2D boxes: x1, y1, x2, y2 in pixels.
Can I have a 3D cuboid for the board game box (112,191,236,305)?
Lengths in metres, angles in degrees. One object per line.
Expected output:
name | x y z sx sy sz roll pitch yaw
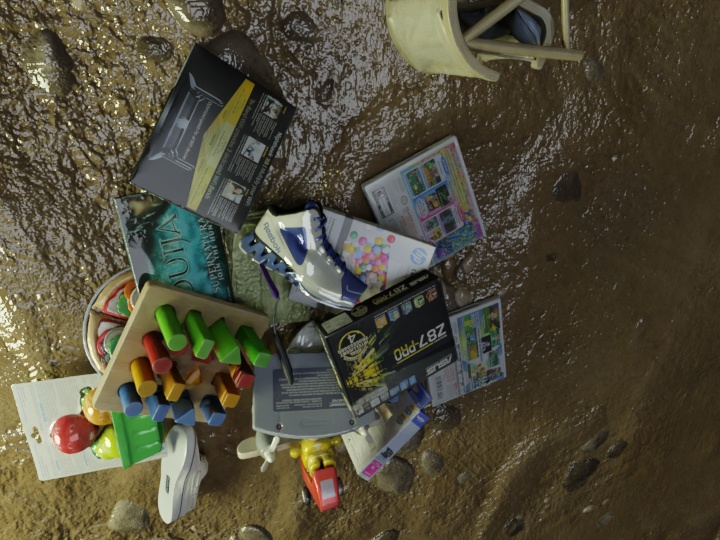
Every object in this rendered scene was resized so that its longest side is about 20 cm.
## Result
board game box | -0.266 -0.019 0.750 0.134 0.028 0.203 -17 107 -28

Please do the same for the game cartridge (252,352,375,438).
game cartridge | -0.075 0.201 0.831 0.197 0.135 0.041 1 157 -13

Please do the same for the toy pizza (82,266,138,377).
toy pizza | -0.309 0.089 0.777 0.198 0.032 0.203 -2 94 -29

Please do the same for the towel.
towel | -0.144 -0.001 0.836 0.146 0.036 0.203 -6 113 -19

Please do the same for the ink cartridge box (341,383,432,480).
ink cartridge box | 0.055 0.290 0.990 0.042 0.119 0.200 39 95 -28

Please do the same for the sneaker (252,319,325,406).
sneaker | -0.117 0.187 0.895 0.080 0.070 0.201 37 99 2

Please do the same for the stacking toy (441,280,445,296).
stacking toy | 0.044 0.022 0.886 0.198 0.085 0.086 22 104 -9

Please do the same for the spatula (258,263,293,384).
spatula | -0.129 0.081 0.794 0.020 0.057 0.203 -10 97 -4

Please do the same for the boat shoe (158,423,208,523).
boat shoe | -0.311 0.356 0.920 0.069 0.070 0.203 -5 113 -48

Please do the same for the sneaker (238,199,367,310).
sneaker | -0.068 -0.035 0.742 0.198 0.081 0.116 30 105 -5

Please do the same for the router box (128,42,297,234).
router box | -0.200 -0.175 0.706 0.156 0.052 0.202 26 88 -28

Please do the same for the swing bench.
swing bench | 0.163 -0.338 0.710 0.198 0.199 0.131 -20 118 -10

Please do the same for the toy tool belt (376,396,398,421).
toy tool belt | 0.055 0.158 0.928 0.123 0.123 0.202 8 109 -31

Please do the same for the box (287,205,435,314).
box | 0.000 0.000 0.817 0.197 0.041 0.158 18 104 -8

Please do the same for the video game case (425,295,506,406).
video game case | 0.213 0.168 1.054 0.180 0.022 0.202 -18 117 -12

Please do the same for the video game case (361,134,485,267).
video game case | 0.116 -0.104 0.897 0.181 0.024 0.202 -29 119 -7

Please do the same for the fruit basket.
fruit basket | -0.421 0.241 0.817 0.197 0.094 0.188 -4 114 -9

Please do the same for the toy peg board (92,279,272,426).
toy peg board | -0.242 0.146 0.736 0.199 0.098 0.201 22 100 -39

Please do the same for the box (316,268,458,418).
box | 0.047 0.113 0.794 0.198 0.049 0.163 -25 120 -15

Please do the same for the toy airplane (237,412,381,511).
toy airplane | -0.084 0.285 0.896 0.200 0.197 0.142 -52 159 -41
